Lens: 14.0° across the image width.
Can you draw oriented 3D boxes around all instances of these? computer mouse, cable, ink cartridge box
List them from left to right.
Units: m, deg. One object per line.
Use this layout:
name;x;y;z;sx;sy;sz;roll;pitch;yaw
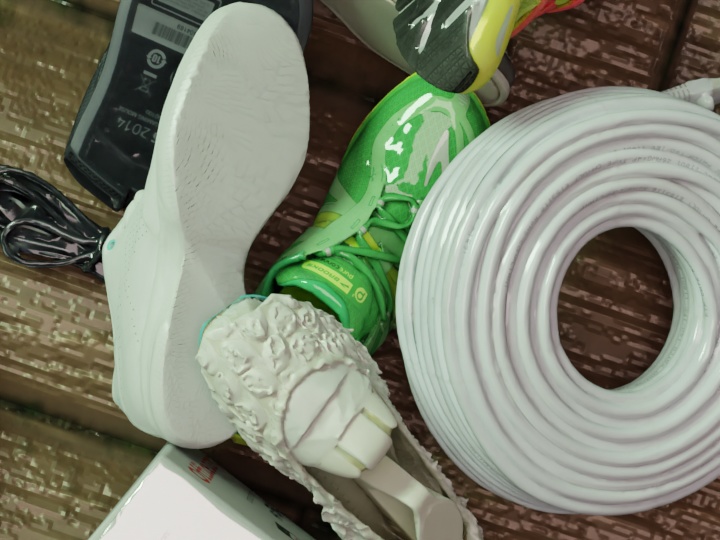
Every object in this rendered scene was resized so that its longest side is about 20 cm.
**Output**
computer mouse;-0.090;-0.081;1.368;0.138;0.053;0.200;28;109;-4
ink cartridge box;-0.034;0.167;1.326;0.200;0.146;0.084;38;90;-2
cable;0.116;0.016;1.344;0.200;0.069;0.200;-8;100;-22

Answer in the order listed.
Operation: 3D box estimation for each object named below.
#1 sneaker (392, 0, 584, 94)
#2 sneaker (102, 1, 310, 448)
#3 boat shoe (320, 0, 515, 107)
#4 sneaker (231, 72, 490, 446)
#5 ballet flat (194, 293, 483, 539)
sneaker;0.081;-0.145;1.330;0.090;0.078;0.200;35;47;-16
sneaker;-0.082;-0.025;1.326;0.075;0.088;0.200;11;92;-35
boat shoe;-0.004;-0.153;1.369;0.200;0.067;0.057;33;69;-4
sneaker;0.000;0.000;1.357;0.074;0.084;0.200;32;92;-4
ballet flat;0.003;0.081;1.318;0.072;0.072;0.200;-42;131;-2
